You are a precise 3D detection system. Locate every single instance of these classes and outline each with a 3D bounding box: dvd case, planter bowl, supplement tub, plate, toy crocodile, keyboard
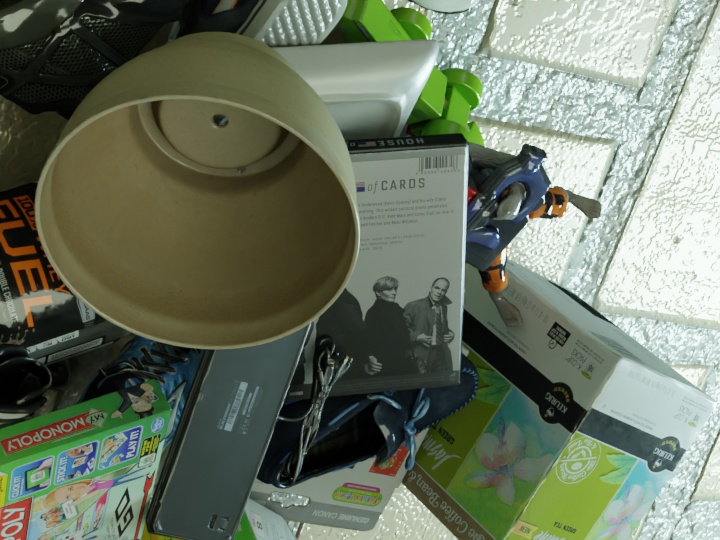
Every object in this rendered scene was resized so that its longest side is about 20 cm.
[{"bbox_3d":[0.000,0.000,1.399,0.150,0.025,0.200,-4,120,-8],"label":"dvd case"},{"bbox_3d":[-0.096,-0.067,1.252,0.200,0.135,0.201,2,130,2],"label":"planter bowl"},{"bbox_3d":[-0.231,0.007,1.327,0.200,0.122,0.123,-20,125,-24],"label":"supplement tub"},{"bbox_3d":[-0.055,-0.080,1.397,0.200,0.032,0.200,-6,144,-27],"label":"plate"},{"bbox_3d":[0.037,-0.136,1.470,0.200,0.062,0.068,45,46,-41],"label":"toy crocodile"},{"bbox_3d":[-0.073,0.098,1.374,0.127,0.021,0.200,20,91,-40],"label":"keyboard"}]

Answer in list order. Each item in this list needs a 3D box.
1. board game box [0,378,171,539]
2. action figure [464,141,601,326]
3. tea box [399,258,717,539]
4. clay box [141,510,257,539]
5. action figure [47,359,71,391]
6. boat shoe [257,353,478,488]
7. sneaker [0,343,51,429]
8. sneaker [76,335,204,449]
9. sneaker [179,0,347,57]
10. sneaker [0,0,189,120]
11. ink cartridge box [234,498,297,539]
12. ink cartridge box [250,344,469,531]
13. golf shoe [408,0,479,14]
[{"bbox_3d":[-0.204,0.159,1.306,0.134,0.029,0.200,-19,148,-28],"label":"board game box"},{"bbox_3d":[0.071,-0.026,1.480,0.200,0.105,0.193,-44,139,13],"label":"action figure"},{"bbox_3d":[0.138,0.122,1.587,0.134,0.200,0.197,23,101,-41],"label":"tea box"},{"bbox_3d":[-0.162,0.245,1.431,0.200,0.115,0.048,-29,166,18],"label":"clay box"},{"bbox_3d":[-0.247,0.125,1.424,0.130,0.069,0.200,-34,126,-4],"label":"action figure"},{"bbox_3d":[0.007,0.122,1.475,0.200,0.069,0.084,-24,127,-19],"label":"boat shoe"},{"bbox_3d":[-0.232,0.110,1.286,0.115,0.076,0.200,-29,159,13],"label":"sneaker"},{"bbox_3d":[-0.145,0.084,1.372,0.200,0.078,0.090,-56,169,-11],"label":"sneaker"},{"bbox_3d":[-0.089,-0.154,1.368,0.078,0.079,0.200,14,130,-46],"label":"sneaker"},{"bbox_3d":[-0.158,-0.164,1.313,0.199,0.076,0.114,-27,129,-15],"label":"sneaker"},{"bbox_3d":[-0.119,0.241,1.547,0.162,0.057,0.200,-20,155,17],"label":"ink cartridge box"},{"bbox_3d":[-0.045,0.100,1.530,0.200,0.084,0.176,16,107,-38],"label":"ink cartridge box"},{"bbox_3d":[0.044,-0.245,1.388,0.078,0.094,0.200,-44,132,-6],"label":"golf shoe"}]
